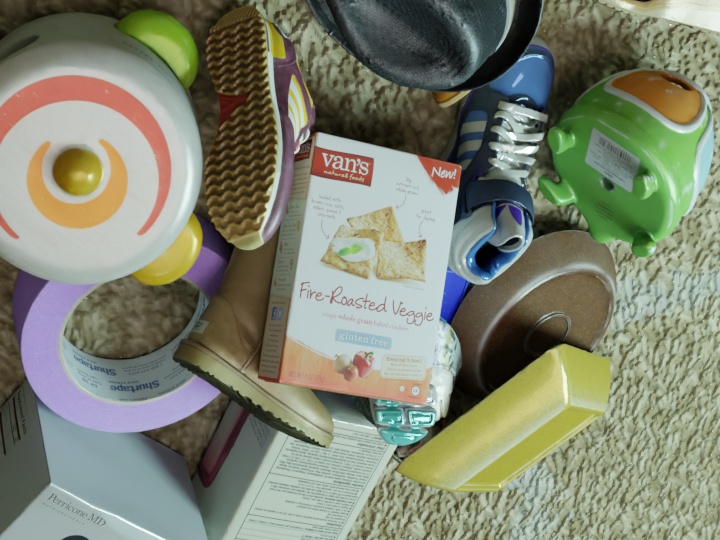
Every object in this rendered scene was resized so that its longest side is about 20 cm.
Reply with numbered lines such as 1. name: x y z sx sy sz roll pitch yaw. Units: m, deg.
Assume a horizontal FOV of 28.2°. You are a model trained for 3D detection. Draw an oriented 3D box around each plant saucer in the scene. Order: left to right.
1. plant saucer: 0.153 0.155 1.382 0.200 0.049 0.200 -39 159 14
2. plant saucer: 0.172 0.053 1.376 0.199 0.035 0.202 -21 136 -22

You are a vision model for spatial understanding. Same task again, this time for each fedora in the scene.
1. fedora: 0.038 -0.205 1.088 0.198 0.092 0.202 8 127 10

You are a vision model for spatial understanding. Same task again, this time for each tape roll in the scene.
1. tape roll: -0.195 0.040 1.230 0.198 0.066 0.202 -11 125 -15

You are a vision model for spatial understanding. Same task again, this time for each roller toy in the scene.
1. roller toy: -0.209 -0.088 1.067 0.180 0.140 0.202 -2 111 -9

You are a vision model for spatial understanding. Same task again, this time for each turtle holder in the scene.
1. turtle holder: 0.251 -0.092 1.270 0.132 0.140 0.186 -45 129 -23

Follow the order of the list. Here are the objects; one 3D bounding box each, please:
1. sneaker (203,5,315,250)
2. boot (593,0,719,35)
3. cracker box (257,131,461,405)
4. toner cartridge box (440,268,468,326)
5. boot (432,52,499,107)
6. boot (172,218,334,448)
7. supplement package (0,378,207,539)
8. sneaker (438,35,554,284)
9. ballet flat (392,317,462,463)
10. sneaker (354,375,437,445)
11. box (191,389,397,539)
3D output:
1. sneaker: -0.068 -0.103 1.106 0.074 0.202 0.090 -15 154 29
2. boot: 0.257 -0.295 1.194 0.198 0.072 0.168 8 107 -24
3. cracker box: 0.000 0.000 1.164 0.133 0.058 0.202 10 85 -23
4. toner cartridge box: -0.004 0.017 1.302 0.198 0.043 0.096 5 119 -24
5. boot: 0.069 -0.241 1.152 0.143 0.071 0.202 26 118 -20
6. boot: -0.045 0.028 1.206 0.175 0.066 0.201 39 73 -32
7. supplement package: -0.274 0.244 1.284 0.191 0.147 0.200 34 107 -35
8. sneaker: 0.128 -0.084 1.220 0.080 0.147 0.201 17 116 -30
9. ballet flat: 0.060 0.124 1.348 0.071 0.072 0.201 -10 143 -15
10. sneaker: 0.020 0.047 1.256 0.077 0.091 0.202 2 94 -25
11. box: -0.067 0.186 1.350 0.127 0.109 0.201 14 116 -29
